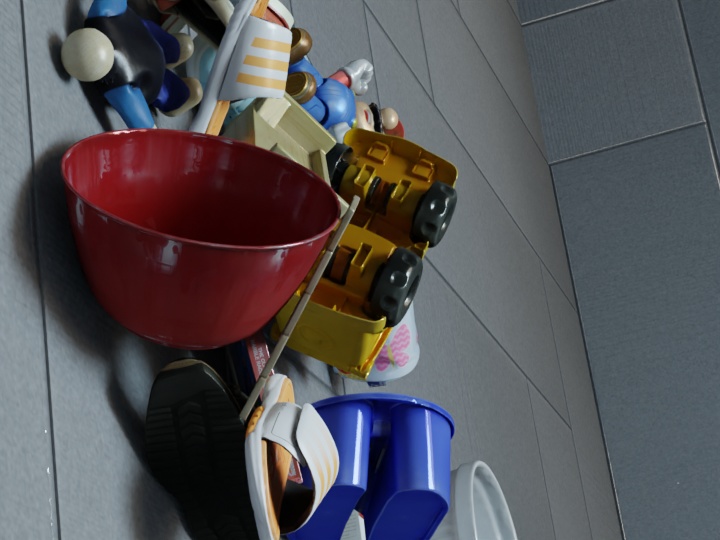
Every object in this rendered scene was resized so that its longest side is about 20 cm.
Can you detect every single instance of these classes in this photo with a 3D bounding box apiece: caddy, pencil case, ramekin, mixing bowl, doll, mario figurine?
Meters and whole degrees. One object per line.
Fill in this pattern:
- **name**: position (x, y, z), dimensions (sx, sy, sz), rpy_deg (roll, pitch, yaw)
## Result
- **caddy**: position (0.004, 0.167, 1.539), dimensions (0.200, 0.141, 0.105), rpy_deg (113, -20, -59)
- **pencil case**: position (0.005, 0.011, 1.786), dimensions (0.083, 0.090, 0.201), rpy_deg (-65, 151, -64)
- **ramekin**: position (0.099, 0.309, 1.887), dimensions (0.200, 0.105, 0.201), rpy_deg (-15, 90, -75)
- **mixing bowl**: position (-0.121, -0.014, 1.274), dimensions (0.200, 0.199, 0.109), rpy_deg (-69, 173, -66)
- **doll**: position (-0.178, -0.160, 1.414), dimensions (0.200, 0.048, 0.137), rpy_deg (1, 76, -75)
- **mario figurine**: position (-0.011, -0.162, 1.761), dimensions (0.200, 0.106, 0.124), rpy_deg (40, 72, -54)

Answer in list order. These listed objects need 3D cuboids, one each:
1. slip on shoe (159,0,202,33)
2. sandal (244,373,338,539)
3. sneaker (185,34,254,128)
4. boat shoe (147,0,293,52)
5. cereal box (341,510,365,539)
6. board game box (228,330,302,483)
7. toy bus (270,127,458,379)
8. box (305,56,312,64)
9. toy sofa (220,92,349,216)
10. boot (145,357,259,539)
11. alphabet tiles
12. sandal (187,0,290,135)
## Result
- **slip on shoe**: position (-0.161, -0.292, 1.601), dimensions (0.061, 0.074, 0.201), rpy_deg (20, 55, -24)
- **sandal**: position (-0.046, 0.127, 1.323), dimensions (0.207, 0.059, 0.079), rpy_deg (-82, 165, -68)
- **sneaker**: position (-0.089, -0.136, 1.626), dimensions (0.082, 0.074, 0.200), rpy_deg (41, -13, 43)
- **boat shoe**: position (-0.145, -0.237, 1.501), dimensions (0.200, 0.071, 0.063), rpy_deg (36, 70, -24)
- **cereal box**: position (0.014, 0.314, 1.688), dimensions (0.144, 0.039, 0.201), rpy_deg (52, 28, -58)
- **board game box**: position (-0.089, 0.078, 1.487), dimensions (0.103, 0.019, 0.201), rpy_deg (165, -90, -79)
- **toy bus**: position (0.000, 0.000, 1.661), dimensions (0.192, 0.135, 0.200), rpy_deg (91, 24, -55)
- **box**: position (-0.075, -0.156, 1.817), dimensions (0.137, 0.040, 0.200), rpy_deg (61, 20, -46)
- **toy sofa**: position (-0.075, -0.075, 1.509), dimensions (0.083, 0.098, 0.200), rpy_deg (41, 13, -18)
- **boot**: position (-0.115, 0.110, 1.364), dimensions (0.139, 0.077, 0.200), rpy_deg (-94, 176, -50)
- **alphabet tiles**: position (-0.042, 0.020, 1.351), dimensions (0.168, 0.008, 0.200), rpy_deg (-62, -178, 6)
- **sandal**: position (-0.094, -0.142, 1.455), dimensions (0.079, 0.059, 0.207), rpy_deg (-65, 178, -79)
